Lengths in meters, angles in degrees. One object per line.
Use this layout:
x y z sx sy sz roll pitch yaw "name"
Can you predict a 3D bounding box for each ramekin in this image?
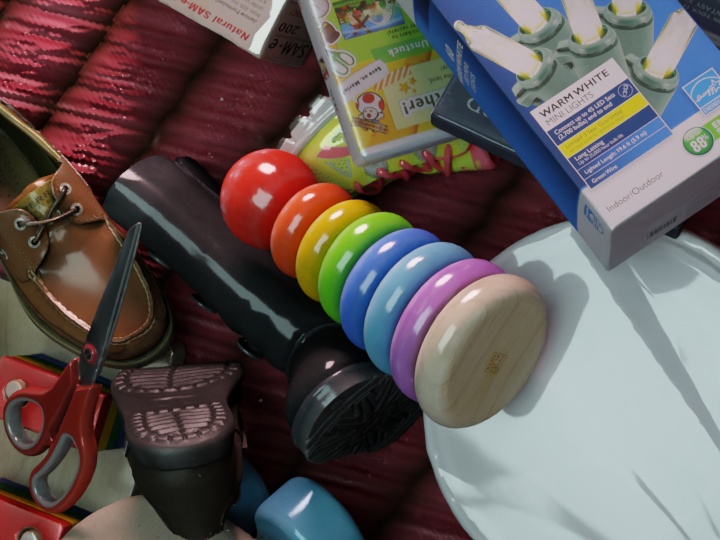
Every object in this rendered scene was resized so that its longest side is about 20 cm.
0.142 0.071 1.448 0.202 0.094 0.203 0 90 21 "ramekin"

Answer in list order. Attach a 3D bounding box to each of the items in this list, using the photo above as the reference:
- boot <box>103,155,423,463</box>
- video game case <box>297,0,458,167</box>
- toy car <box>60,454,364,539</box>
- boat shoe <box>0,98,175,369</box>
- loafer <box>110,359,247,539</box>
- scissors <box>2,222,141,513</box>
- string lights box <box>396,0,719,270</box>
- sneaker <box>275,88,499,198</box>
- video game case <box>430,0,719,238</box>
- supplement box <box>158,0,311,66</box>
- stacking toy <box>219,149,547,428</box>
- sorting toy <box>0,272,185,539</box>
-0.061 0.012 1.491 0.066 0.165 0.200 -43 76 3 "boot"
0.061 -0.167 1.459 0.200 0.023 0.182 -17 83 -17 "video game case"
-0.078 0.232 1.519 0.177 0.184 0.200 18 142 52 "toy car"
-0.181 -0.026 1.559 0.072 0.068 0.200 -39 65 -13 "boat shoe"
-0.097 0.096 1.469 0.073 0.200 0.072 -5 101 1 "loafer"
-0.142 0.057 1.481 0.073 0.014 0.200 59 135 20 "scissors"
0.106 -0.111 1.381 0.103 0.059 0.200 -34 71 -9 "string lights box"
0.030 -0.077 1.500 0.200 0.078 0.090 -44 79 15 "sneaker"
0.145 -0.131 1.427 0.143 0.019 0.200 26 74 13 "video game case"
-0.050 -0.230 1.530 0.126 0.074 0.200 31 100 17 "supplement box"
0.000 0.000 1.426 0.200 0.085 0.085 34 102 35 "stacking toy"
-0.228 0.106 1.602 0.198 0.070 0.200 20 97 20 "sorting toy"
